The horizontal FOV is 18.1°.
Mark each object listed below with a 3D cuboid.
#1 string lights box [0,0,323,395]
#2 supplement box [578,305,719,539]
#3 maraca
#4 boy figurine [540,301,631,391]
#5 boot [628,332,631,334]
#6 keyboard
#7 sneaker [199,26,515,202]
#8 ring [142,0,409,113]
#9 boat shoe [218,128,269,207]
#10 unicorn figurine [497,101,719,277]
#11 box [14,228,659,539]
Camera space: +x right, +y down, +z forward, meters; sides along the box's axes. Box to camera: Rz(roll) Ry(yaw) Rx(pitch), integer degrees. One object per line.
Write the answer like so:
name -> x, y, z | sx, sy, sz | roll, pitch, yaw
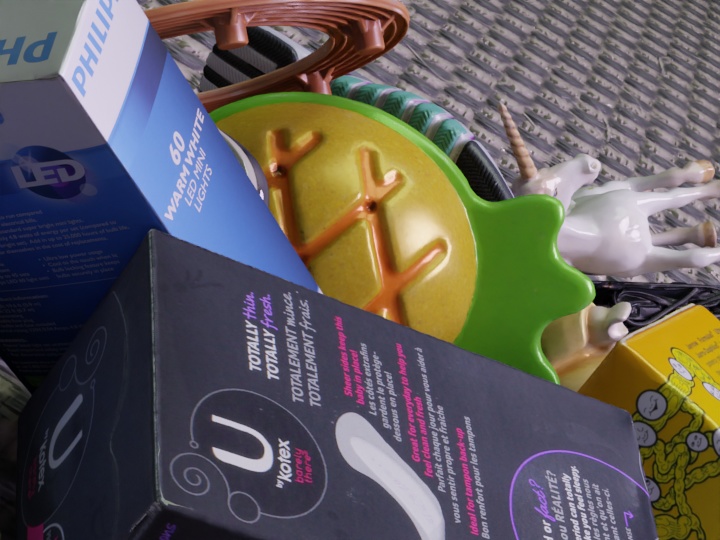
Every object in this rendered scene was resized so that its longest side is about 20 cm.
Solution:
string lights box -> -0.093, -0.014, 0.787 | 0.200, 0.102, 0.059 | 59, 35, -43
supplement box -> 0.159, 0.125, 0.894 | 0.200, 0.109, 0.109 | 43, 21, 14
maraca -> 0.000, 0.000, 0.980 | 0.199, 0.138, 0.107 | 19, 10, 4
boy figurine -> 0.099, 0.066, 1.025 | 0.199, 0.125, 0.064 | 8, 35, 27
boot -> 0.156, 0.083, 1.147 | 0.199, 0.068, 0.131 | 25, 21, 13
keyboard -> 0.116, 0.023, 1.147 | 0.199, 0.040, 0.104 | 1, 1, -30
sneaker -> 0.018, -0.057, 1.077 | 0.200, 0.075, 0.087 | 39, 19, 27
ring -> -0.075, -0.081, 0.966 | 0.200, 0.200, 0.019 | -2, 78, -58
boat shoe -> -0.096, -0.027, 0.919 | 0.199, 0.073, 0.063 | 1, -13, 46
unicorn figurine -> 0.123, -0.025, 1.113 | 0.136, 0.074, 0.200 | -8, -13, -8
box -> -0.007, 0.091, 0.758 | 0.199, 0.106, 0.123 | 22, 38, -25
